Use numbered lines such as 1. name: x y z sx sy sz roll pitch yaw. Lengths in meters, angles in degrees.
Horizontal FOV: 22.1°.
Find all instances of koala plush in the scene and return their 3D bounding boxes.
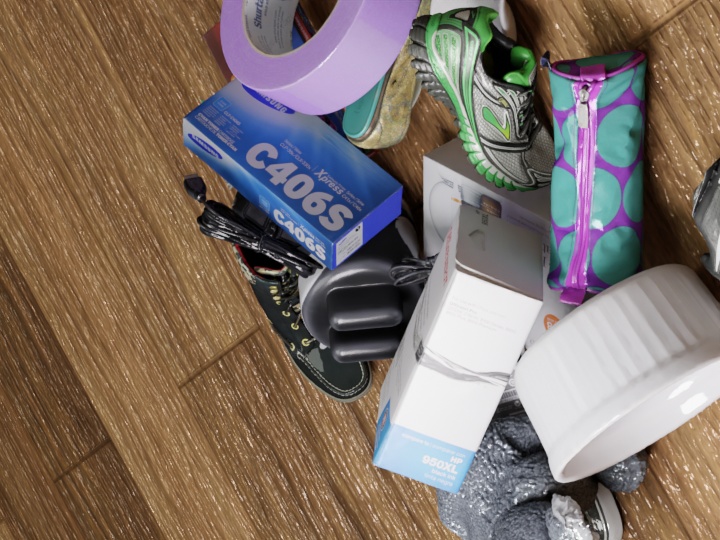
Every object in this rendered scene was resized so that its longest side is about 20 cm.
1. koala plush: 0.157 0.237 1.630 0.201 0.182 0.179 -94 27 -62

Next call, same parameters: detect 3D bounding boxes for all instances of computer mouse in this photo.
1. computer mouse: -0.112 -0.055 1.731 0.046 0.139 0.200 -56 21 18
2. computer mouse: 0.110 0.066 1.698 0.109 0.044 0.202 -17 108 20

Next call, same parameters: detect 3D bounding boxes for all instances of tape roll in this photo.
1. tape roll: -0.037 -0.246 1.657 0.199 0.065 0.202 -21 59 38

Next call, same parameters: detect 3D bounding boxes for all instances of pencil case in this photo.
1. pencil case: 0.194 -0.080 1.522 0.084 0.092 0.202 6 109 25

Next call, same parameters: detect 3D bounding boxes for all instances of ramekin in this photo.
1. ramekin: 0.223 0.082 1.530 0.098 0.199 0.201 59 146 18

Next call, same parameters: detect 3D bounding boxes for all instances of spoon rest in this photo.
1. spoon rest: 0.114 -0.235 1.578 0.100 0.060 0.200 52 143 13

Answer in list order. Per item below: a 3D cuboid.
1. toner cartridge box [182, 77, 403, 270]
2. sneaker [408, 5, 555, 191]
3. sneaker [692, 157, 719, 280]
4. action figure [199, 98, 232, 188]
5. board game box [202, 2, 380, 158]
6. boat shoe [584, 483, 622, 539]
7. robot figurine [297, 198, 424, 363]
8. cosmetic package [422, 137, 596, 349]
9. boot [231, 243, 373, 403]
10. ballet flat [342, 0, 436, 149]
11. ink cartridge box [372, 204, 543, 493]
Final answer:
1. toner cartridge box: -0.063 -0.097 1.691 0.200 0.095 0.043 39 151 22
2. sneaker: 0.122 -0.143 1.576 0.084 0.079 0.200 -10 136 35
3. sneaker: 0.298 -0.066 1.442 0.090 0.066 0.202 25 133 39
4. action figure: -0.102 -0.091 1.913 0.118 0.055 0.200 38 167 29
5. board game box: -0.068 -0.171 1.759 0.103 0.019 0.201 -35 74 25
6. boat shoe: 0.172 0.194 1.780 0.201 0.063 0.071 52 144 15
7. robot figurine: 0.002 -0.001 1.780 0.150 0.124 0.201 -48 29 29
8. cosmetic package: 0.142 -0.014 1.699 0.199 0.051 0.152 30 137 39
9. boot: -0.066 0.040 1.931 0.204 0.073 0.154 55 177 18
10. ballet flat: 0.039 -0.207 1.681 0.070 0.070 0.202 25 102 42
11. ink cartridge box: 0.085 0.066 1.594 0.083 0.145 0.202 20 114 -5
